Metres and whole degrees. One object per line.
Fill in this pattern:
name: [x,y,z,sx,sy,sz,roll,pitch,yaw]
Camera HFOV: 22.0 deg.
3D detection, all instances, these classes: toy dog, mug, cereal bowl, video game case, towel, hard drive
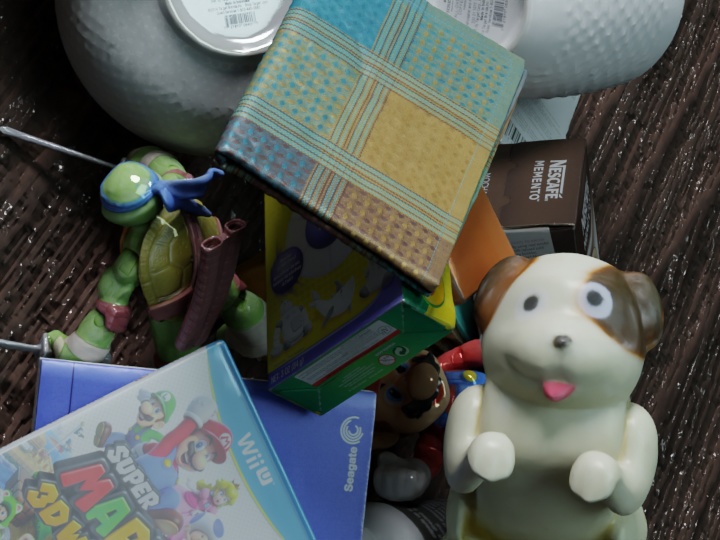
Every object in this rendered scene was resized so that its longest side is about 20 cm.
toy dog: [0.124,0.089,1.111,0.194,0.138,0.202,-49,146,-53]
mug: [0.133,-0.217,1.293,0.175,0.147,0.202,-16,130,-53]
cereal bowl: [-0.083,-0.172,1.128,0.198,0.083,0.203,1,87,-17]
video game case: [-0.136,0.147,1.048,0.198,0.018,0.144,-26,95,-13]
towel: [0.010,-0.090,1.050,0.146,0.022,0.201,32,47,-8]
hard drive: [-0.094,0.127,1.081,0.198,0.025,0.134,7,88,-14]

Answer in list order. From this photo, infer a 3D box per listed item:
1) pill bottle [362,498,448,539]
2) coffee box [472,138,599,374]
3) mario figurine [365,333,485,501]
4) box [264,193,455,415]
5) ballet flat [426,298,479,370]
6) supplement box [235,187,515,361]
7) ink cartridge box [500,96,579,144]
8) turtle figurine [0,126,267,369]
pill bottle: [0.036,0.207,1.213,0.199,0.113,0.115,5,73,-44]
coffee box: [0.129,0.021,1.319,0.113,0.079,0.202,-73,157,-53]
mario figurine: [0.067,0.092,1.222,0.198,0.106,0.124,19,31,-22]
box: [-0.004,-0.030,1.092,0.048,0.117,0.202,29,42,-33]
ballet flat: [0.035,0.009,1.271,0.201,0.071,0.068,64,22,-55]
supplement box: [0.000,0.000,1.183,0.069,0.199,0.067,-38,104,-45]
ink cartridge box: [0.086,-0.164,1.401,0.201,0.043,0.174,51,33,-20]
turtle figurine: [-0.142,0.004,1.131,0.145,0.198,0.195,-97,161,-45]
